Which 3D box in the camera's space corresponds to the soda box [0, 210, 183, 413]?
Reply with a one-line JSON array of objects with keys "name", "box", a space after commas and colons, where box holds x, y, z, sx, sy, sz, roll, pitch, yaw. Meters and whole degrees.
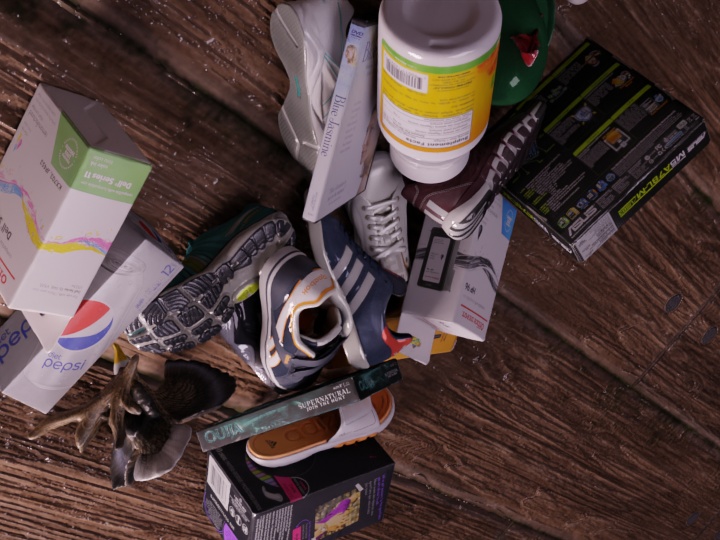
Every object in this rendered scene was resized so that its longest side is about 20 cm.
[{"name": "soda box", "box": [-0.266, 0.037, 1.186, 0.200, 0.068, 0.063, -46, 141, 3]}]

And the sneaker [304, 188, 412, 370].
[{"name": "sneaker", "box": [0.000, 0.000, 1.316, 0.084, 0.075, 0.202, -18, 102, 0]}]

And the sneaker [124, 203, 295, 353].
[{"name": "sneaker", "box": [-0.154, 0.008, 1.246, 0.200, 0.080, 0.078, -38, 131, -13]}]

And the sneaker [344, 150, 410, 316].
[{"name": "sneaker", "box": [0.030, -0.035, 1.361, 0.072, 0.085, 0.201, -18, 134, -16]}]

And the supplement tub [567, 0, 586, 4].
[{"name": "supplement tub", "box": [0.206, -0.371, 1.171, 0.144, 0.144, 0.201, 15, 114, -46]}]

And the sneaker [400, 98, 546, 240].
[{"name": "sneaker", "box": [0.111, -0.134, 1.323, 0.200, 0.115, 0.076, -52, 165, -31]}]

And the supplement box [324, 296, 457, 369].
[{"name": "supplement box", "box": [0.031, 0.062, 1.467, 0.199, 0.069, 0.067, -3, 127, -37]}]

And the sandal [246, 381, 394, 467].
[{"name": "sandal", "box": [-0.041, 0.172, 1.482, 0.205, 0.079, 0.060, -21, 135, -32]}]

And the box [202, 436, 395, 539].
[{"name": "box", "box": [-0.076, 0.259, 1.503, 0.199, 0.122, 0.107, -15, 133, -31]}]

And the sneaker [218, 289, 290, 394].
[{"name": "sneaker", "box": [-0.089, 0.053, 1.347, 0.114, 0.075, 0.200, -41, 141, -4]}]

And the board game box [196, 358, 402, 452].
[{"name": "board game box", "box": [-0.065, 0.147, 1.371, 0.199, 0.028, 0.135, -21, 177, 22]}]

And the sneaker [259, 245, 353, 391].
[{"name": "sneaker", "box": [-0.055, 0.069, 1.271, 0.078, 0.079, 0.201, -40, 147, -26]}]

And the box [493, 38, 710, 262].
[{"name": "box", "box": [0.249, -0.137, 1.377, 0.200, 0.193, 0.048, -43, 139, -2]}]

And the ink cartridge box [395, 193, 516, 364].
[{"name": "ink cartridge box", "box": [0.108, 0.007, 1.398, 0.116, 0.067, 0.202, 28, 75, -62]}]

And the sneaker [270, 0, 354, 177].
[{"name": "sneaker", "box": [-0.034, -0.176, 1.197, 0.080, 0.070, 0.201, -30, 141, -28]}]

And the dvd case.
[{"name": "dvd case", "box": [-0.001, -0.155, 1.210, 0.143, 0.017, 0.202, -38, 147, -63]}]

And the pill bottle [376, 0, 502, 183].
[{"name": "pill bottle", "box": [0.070, -0.175, 1.178, 0.110, 0.111, 0.201, -29, 152, -18]}]

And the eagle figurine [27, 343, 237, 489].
[{"name": "eagle figurine", "box": [-0.215, 0.142, 1.251, 0.200, 0.150, 0.152, 55, 41, -68]}]

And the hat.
[{"name": "hat", "box": [0.174, -0.194, 1.272, 0.199, 0.176, 0.167, -10, 131, -34]}]

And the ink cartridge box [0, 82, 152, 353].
[{"name": "ink cartridge box", "box": [-0.271, -0.042, 1.071, 0.067, 0.117, 0.201, 13, 115, -45]}]
